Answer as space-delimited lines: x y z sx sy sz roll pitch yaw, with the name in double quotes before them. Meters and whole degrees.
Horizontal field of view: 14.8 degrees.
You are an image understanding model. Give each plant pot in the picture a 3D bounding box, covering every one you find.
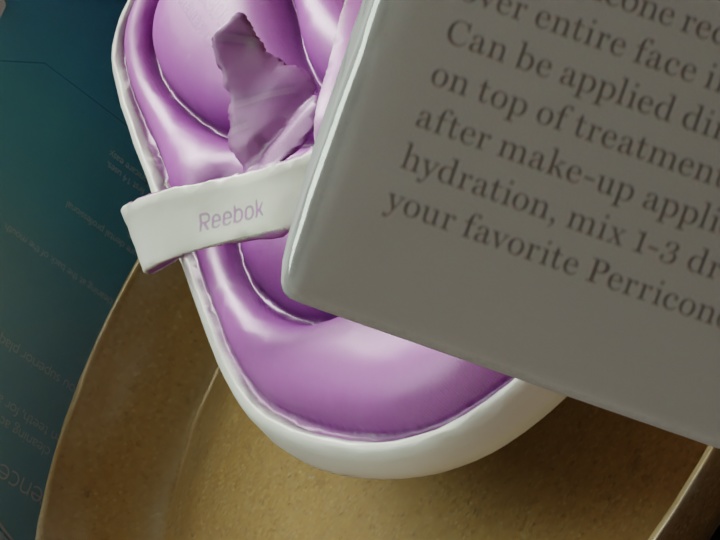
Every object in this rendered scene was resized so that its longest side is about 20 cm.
"plant pot" 0.013 0.016 0.506 0.200 0.027 0.201 -35 35 30

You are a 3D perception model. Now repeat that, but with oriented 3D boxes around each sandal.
"sandal" -0.016 -0.024 0.510 0.083 0.050 0.203 -53 31 5

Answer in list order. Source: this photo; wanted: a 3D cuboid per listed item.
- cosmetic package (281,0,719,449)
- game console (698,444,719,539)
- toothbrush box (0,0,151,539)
"cosmetic package" 0.069 -0.080 0.334 0.071 0.101 0.201 -85 15 -78
"game console" 0.020 -0.006 0.562 0.171 0.118 0.201 115 172 -62
"toothbrush box" -0.103 0.014 0.642 0.085 0.146 0.201 -18 46 45
